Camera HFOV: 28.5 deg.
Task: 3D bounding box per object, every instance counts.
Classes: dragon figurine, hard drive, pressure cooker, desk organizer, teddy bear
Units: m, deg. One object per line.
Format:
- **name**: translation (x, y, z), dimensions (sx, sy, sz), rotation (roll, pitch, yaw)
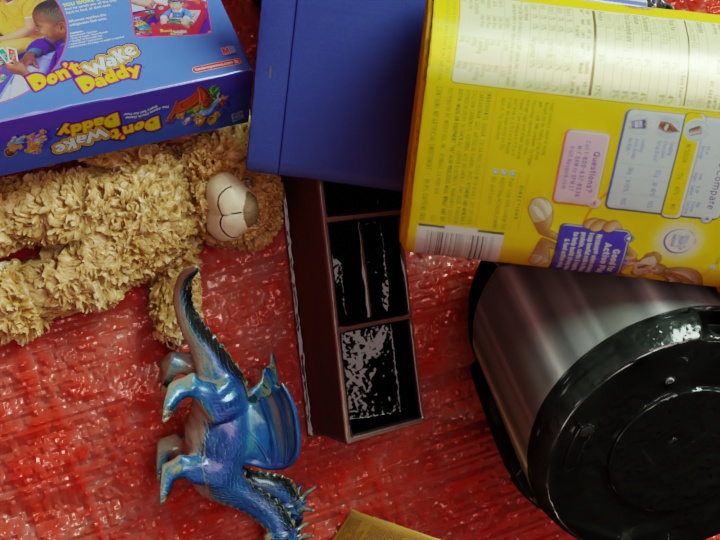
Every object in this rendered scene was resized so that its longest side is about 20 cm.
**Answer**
- **dragon figurine**: translation (-0.068, 0.084, 0.829), dimensions (0.098, 0.059, 0.202), rotation (0, 108, -12)
- **hard drive**: translation (0.042, -0.101, 0.769), dimensions (0.198, 0.025, 0.133), rotation (7, 126, -2)
- **pressure cooker**: translation (0.158, 0.046, 0.854), dimensions (0.177, 0.201, 0.177), rotation (-6, 127, -11)
- **desk organizer**: translation (0.000, 0.000, 0.861), dimensions (0.071, 0.077, 0.202), rotation (-7, 91, -18)
- **teddy bear**: translation (-0.135, -0.026, 0.823), dimensions (0.198, 0.067, 0.147), rotation (0, 91, -18)

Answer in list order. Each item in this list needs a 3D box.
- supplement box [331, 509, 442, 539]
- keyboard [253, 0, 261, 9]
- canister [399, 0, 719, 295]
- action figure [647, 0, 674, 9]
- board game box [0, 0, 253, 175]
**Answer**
- **supplement box**: translation (0.032, 0.186, 0.803), dimensions (0.066, 0.200, 0.069), rotation (34, 76, -14)
- **keyboard**: translation (0.019, -0.215, 0.883), dimensions (0.199, 0.040, 0.104), rotation (-35, 72, -9)
- **canister**: translation (0.125, -0.066, 0.721), dimensions (0.198, 0.087, 0.150), rotation (7, 127, 0)
- **action figure**: translation (0.131, -0.141, 0.865), dimensions (0.069, 0.200, 0.131), rotation (32, 83, 24)
- **board game box**: translation (-0.175, -0.126, 0.788), dimensions (0.198, 0.045, 0.135), rotation (-14, 59, -18)
